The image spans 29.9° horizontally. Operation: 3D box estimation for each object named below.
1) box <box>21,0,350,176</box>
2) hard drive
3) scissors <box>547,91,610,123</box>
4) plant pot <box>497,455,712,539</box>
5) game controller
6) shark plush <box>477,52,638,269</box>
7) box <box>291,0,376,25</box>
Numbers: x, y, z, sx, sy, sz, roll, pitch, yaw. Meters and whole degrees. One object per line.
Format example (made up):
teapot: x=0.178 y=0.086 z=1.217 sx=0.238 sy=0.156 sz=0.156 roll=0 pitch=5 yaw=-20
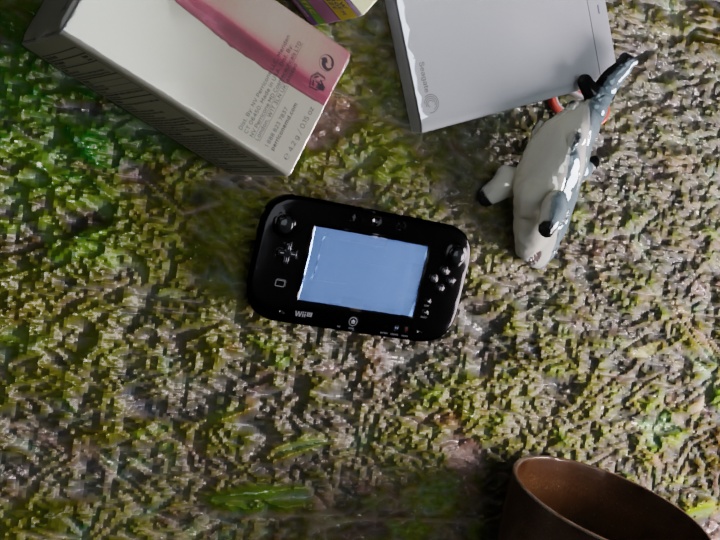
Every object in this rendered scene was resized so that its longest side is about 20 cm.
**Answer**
box: x=-0.130 y=-0.165 z=1.006 sx=0.199 sy=0.128 sz=0.110 roll=32 pitch=80 yaw=-26
hard drive: x=0.124 y=-0.208 z=1.175 sx=0.198 sy=0.027 sz=0.133 roll=-17 pitch=102 yaw=-18
scissors: x=0.149 y=-0.187 z=1.206 sx=0.199 sy=0.014 sz=0.074 roll=17 pitch=87 yaw=-27
plant pot: x=0.189 y=0.297 z=1.196 sx=0.186 sy=0.187 sz=0.202 roll=12 pitch=104 yaw=-27
game controller: x=0.000 y=0.000 z=1.134 sx=0.198 sy=0.042 sz=0.105 roll=9 pitch=91 yaw=-26
shark plush: x=0.181 y=-0.103 z=1.204 sx=0.083 sy=0.090 sz=0.202 roll=26 pitch=81 yaw=-45
box: x=-0.012 y=-0.329 z=1.067 sx=0.176 sy=0.096 sz=0.200 roll=46 pitch=74 yaw=-22
